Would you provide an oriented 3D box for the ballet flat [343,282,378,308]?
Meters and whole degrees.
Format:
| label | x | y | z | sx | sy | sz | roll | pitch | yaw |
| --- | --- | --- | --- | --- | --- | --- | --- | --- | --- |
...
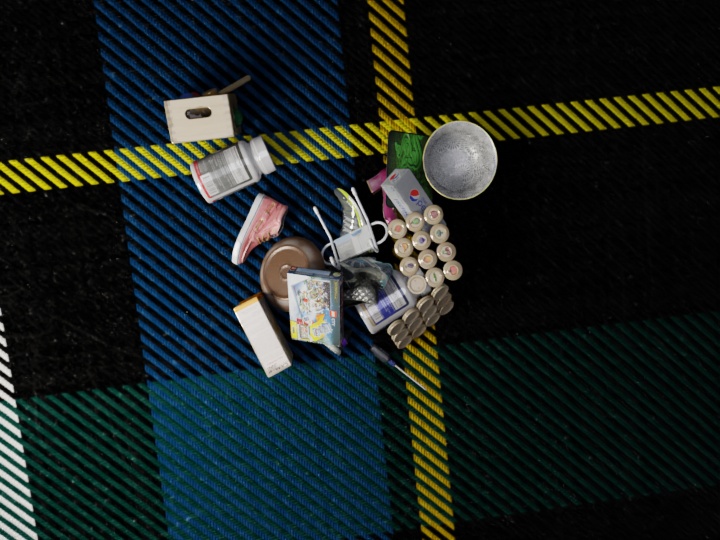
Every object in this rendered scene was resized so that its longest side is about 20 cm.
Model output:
| label | x | y | z | sx | sy | sz | roll | pitch | yaw |
| --- | --- | --- | --- | --- | --- | --- | --- | --- | --- |
| ballet flat | -0.045 | 0.085 | 1.508 | 0.198 | 0.066 | 0.058 | -22 | 62 | 25 |

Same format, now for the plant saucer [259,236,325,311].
| label | x | y | z | sx | sy | sz | roll | pitch | yaw |
| --- | --- | --- | --- | --- | --- | --- | --- | --- | --- |
| plant saucer | -0.189 | 0.007 | 1.550 | 0.198 | 0.037 | 0.204 | -4 | 81 | 22 |

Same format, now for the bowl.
| label | x | y | z | sx | sy | sz | roll | pitch | yaw |
| --- | --- | --- | --- | --- | --- | --- | --- | --- | --- |
| bowl | 0.257 | -0.289 | 1.569 | 0.198 | 0.094 | 0.204 | 0 | 94 | -3 |

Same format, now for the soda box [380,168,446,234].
| label | x | y | z | sx | sy | sz | roll | pitch | yaw |
| --- | --- | --- | --- | --- | --- | --- | --- | --- | --- |
| soda box | 0.142 | -0.172 | 1.544 | 0.068 | 0.063 | 0.200 | -48 | 119 | -16 |

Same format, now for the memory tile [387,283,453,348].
| label | x | y | z | sx | sy | sz | roll | pitch | yaw |
| --- | --- | --- | --- | --- | --- | --- | --- | --- | --- |
| memory tile | 0.163 | 0.124 | 1.575 | 0.199 | 0.154 | 0.017 | -39 | 58 | -3 |

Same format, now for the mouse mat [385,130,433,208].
| label | x | y | z | sx | sy | sz | roll | pitch | yaw |
| --- | --- | --- | --- | --- | --- | --- | --- | --- | --- |
| mouse mat | 0.135 | -0.265 | 1.571 | 0.159 | 0.007 | 0.203 | -1 | 94 | -32 |

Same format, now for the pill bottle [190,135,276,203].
| label | x | y | z | sx | sy | sz | roll | pitch | yaw |
| --- | --- | --- | --- | --- | --- | --- | --- | --- | --- |
| pill bottle | -0.328 | -0.266 | 1.524 | 0.198 | 0.114 | 0.115 | -24 | 96 | -2 |

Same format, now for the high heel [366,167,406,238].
| label | x | y | z | sx | sy | sz | roll | pitch | yaw |
| --- | --- | --- | --- | --- | --- | --- | --- | --- | --- |
| high heel | 0.100 | -0.179 | 1.583 | 0.095 | 0.067 | 0.202 | -27 | 83 | 9 |

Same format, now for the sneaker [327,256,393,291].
| label | x | y | z | sx | sy | sz | roll | pitch | yaw |
| --- | --- | --- | --- | --- | --- | --- | --- | --- | --- |
| sneaker | 0.000 | 0.000 | 1.566 | 0.086 | 0.198 | 0.078 | -43 | 135 | -38 |

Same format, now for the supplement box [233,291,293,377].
| label | x | y | z | sx | sy | sz | roll | pitch | yaw |
| --- | --- | --- | --- | --- | --- | --- | --- | --- | --- |
| supplement box | -0.255 | 0.167 | 1.558 | 0.073 | 0.126 | 0.202 | -26 | 95 | -2 |

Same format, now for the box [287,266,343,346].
| label | x | y | z | sx | sy | sz | roll | pitch | yaw |
| --- | --- | --- | --- | --- | --- | --- | --- | --- | --- |
| box | -0.112 | 0.093 | 1.489 | 0.135 | 0.038 | 0.202 | 7 | 121 | 11 |

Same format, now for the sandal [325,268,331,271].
| label | x | y | z | sx | sy | sz | roll | pitch | yaw |
| --- | --- | --- | --- | --- | --- | --- | --- | --- | --- |
| sandal | -0.135 | 0.039 | 1.590 | 0.209 | 0.070 | 0.079 | 1 | 77 | 18 |

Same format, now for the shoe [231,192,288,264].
| label | x | y | z | sx | sy | sz | roll | pitch | yaw |
| --- | --- | --- | --- | --- | --- | --- | --- | --- | --- |
| shoe | -0.266 | -0.098 | 1.562 | 0.090 | 0.071 | 0.202 | 23 | 88 | 0 |

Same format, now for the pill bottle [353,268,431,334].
| label | x | y | z | sx | sy | sz | roll | pitch | yaw |
| --- | --- | --- | --- | --- | --- | --- | --- | --- | --- |
| pill bottle | 0.085 | 0.069 | 1.575 | 0.199 | 0.120 | 0.121 | -32 | 96 | -1 |

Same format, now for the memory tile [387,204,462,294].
| label | x | y | z | sx | sy | sz | roll | pitch | yaw |
| --- | --- | --- | --- | --- | --- | --- | --- | --- | --- |
| memory tile | 0.164 | -0.053 | 1.498 | 0.151 | 0.017 | 0.202 | -20 | 91 | 4 |

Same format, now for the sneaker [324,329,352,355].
| label | x | y | z | sx | sy | sz | roll | pitch | yaw |
| --- | --- | --- | --- | --- | --- | --- | --- | --- | --- |
| sneaker | -0.105 | 0.131 | 1.599 | 0.200 | 0.070 | 0.100 | 41 | 83 | -8 |

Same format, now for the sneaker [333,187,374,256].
| label | x | y | z | sx | sy | sz | roll | pitch | yaw |
| --- | --- | --- | --- | --- | --- | --- | --- | --- | --- |
| sneaker | -0.026 | -0.127 | 1.577 | 0.080 | 0.074 | 0.202 | -27 | 94 | 2 |

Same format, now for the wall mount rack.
| label | x | y | z | sx | sy | sz | roll | pitch | yaw |
| --- | --- | --- | --- | --- | --- | --- | --- | --- | --- |
| wall mount rack | -0.035 | -0.105 | 1.523 | 0.198 | 0.075 | 0.176 | -24 | 66 | 13 |

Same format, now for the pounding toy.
| label | x | y | z | sx | sy | sz | roll | pitch | yaw |
| --- | --- | --- | --- | --- | --- | --- | --- | --- | --- |
| pounding toy | -0.374 | -0.412 | 1.489 | 0.197 | 0.184 | 0.144 | -7 | 107 | -3 |

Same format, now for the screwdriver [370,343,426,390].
| label | x | y | z | sx | sy | sz | roll | pitch | yaw |
| --- | --- | --- | --- | --- | --- | --- | --- | --- | --- |
| screwdriver | 0.108 | 0.273 | 1.634 | 0.199 | 0.029 | 0.028 | 39 | 92 | -1 |
